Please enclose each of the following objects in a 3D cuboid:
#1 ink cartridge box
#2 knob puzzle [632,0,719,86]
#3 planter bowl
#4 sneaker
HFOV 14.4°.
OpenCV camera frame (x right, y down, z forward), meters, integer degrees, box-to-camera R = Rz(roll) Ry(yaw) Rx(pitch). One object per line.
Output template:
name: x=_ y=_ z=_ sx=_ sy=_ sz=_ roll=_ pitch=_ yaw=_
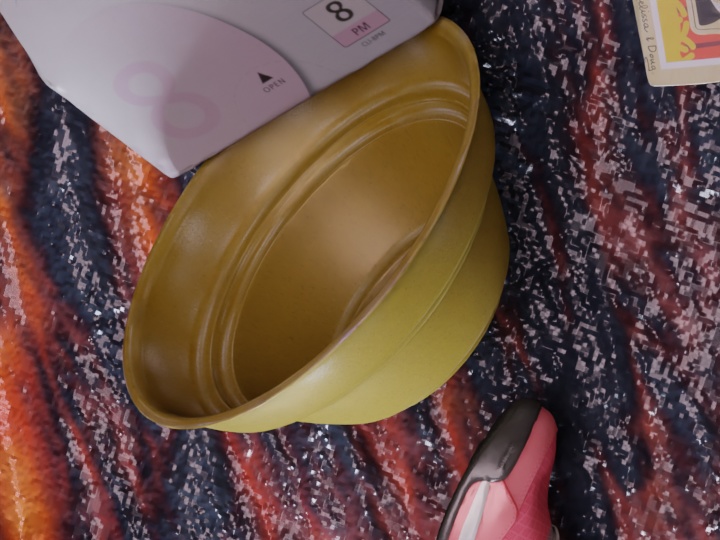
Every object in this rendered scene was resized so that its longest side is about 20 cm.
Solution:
ink cartridge box: x=-0.089 y=-0.135 z=1.150 sx=0.162 sy=0.200 sz=0.057 roll=-27 pitch=43 yaw=37
knob puzzle: x=0.185 y=-0.164 z=1.056 sx=0.218 sy=0.030 sz=0.221 roll=5 pitch=107 yaw=18
planter bowl: x=0.000 y=0.000 z=1.164 sx=0.200 sy=0.201 sz=0.083 roll=-39 pitch=120 yaw=21
sneaker: x=0.070 y=0.152 z=1.191 sx=0.086 sy=0.074 sz=0.202 roll=12 pitch=104 yaw=7
